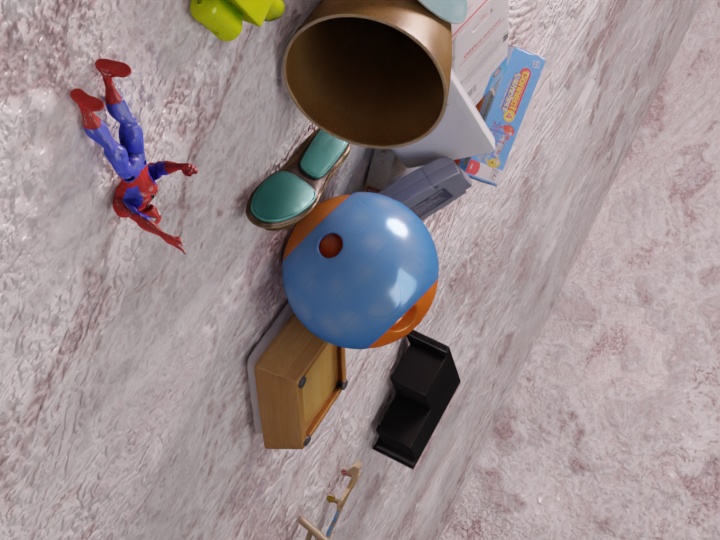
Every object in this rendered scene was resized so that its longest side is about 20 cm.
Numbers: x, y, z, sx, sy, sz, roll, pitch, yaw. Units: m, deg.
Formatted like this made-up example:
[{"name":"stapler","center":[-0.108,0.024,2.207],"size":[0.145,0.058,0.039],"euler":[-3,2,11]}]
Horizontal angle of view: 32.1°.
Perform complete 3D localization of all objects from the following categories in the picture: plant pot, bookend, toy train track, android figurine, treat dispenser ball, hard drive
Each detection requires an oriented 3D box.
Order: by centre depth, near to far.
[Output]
[{"name":"android figurine","center":[-0.104,-0.309,1.177],"size":[0.182,0.041,0.200],"euler":[-66,163,0]},{"name":"plant pot","center":[0.028,-0.274,1.422],"size":[0.187,0.186,0.200],"euler":[91,14,-50]},{"name":"treat dispenser ball","center":[0.000,0.000,1.594],"size":[0.201,0.201,0.201],"euler":[-54,158,-34]},{"name":"hard drive","center":[0.086,-0.201,1.649],"size":[0.200,0.132,0.026],"euler":[45,40,-58]},{"name":"toy train track","center":[-0.047,0.424,2.260],"size":[0.200,0.032,0.115],"euler":[-68,170,23]},{"name":"bookend","center":[0.093,0.240,2.326],"size":[0.200,0.092,0.199],"euler":[-60,159,-15]}]

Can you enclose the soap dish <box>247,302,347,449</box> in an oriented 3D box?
[{"name":"soap dish","center":[-0.082,0.141,1.726],"size":[0.157,0.081,0.200],"euler":[-54,157,-34]}]

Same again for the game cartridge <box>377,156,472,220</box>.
[{"name":"game cartridge","center":[0.057,-0.089,1.754],"size":[0.200,0.041,0.133],"euler":[-32,169,9]}]

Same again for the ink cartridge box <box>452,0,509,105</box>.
[{"name":"ink cartridge box","center":[0.133,-0.294,1.630],"size":[0.116,0.068,0.200],"euler":[-48,161,-16]}]

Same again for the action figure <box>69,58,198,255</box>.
[{"name":"action figure","center":[-0.188,-0.091,1.123],"size":[0.065,0.099,0.200],"euler":[-56,162,-26]}]

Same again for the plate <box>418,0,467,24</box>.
[{"name":"plate","center":[0.064,-0.363,1.383],"size":[0.026,0.200,0.200],"euler":[-32,178,28]}]

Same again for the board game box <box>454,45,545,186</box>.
[{"name":"board game box","center":[0.184,-0.242,1.889],"size":[0.196,0.056,0.200],"euler":[-136,-115,-70]}]

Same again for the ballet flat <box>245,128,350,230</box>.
[{"name":"ballet flat","center":[-0.078,-0.098,1.497],"size":[0.200,0.068,0.072],"euler":[-56,179,-40]}]

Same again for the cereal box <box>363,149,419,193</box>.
[{"name":"cereal box","center":[0.069,-0.206,1.798],"size":[0.144,0.039,0.200],"euler":[-32,141,-61]}]

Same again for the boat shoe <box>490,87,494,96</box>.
[{"name":"boat shoe","center":[0.153,-0.263,1.764],"size":[0.202,0.086,0.075],"euler":[-65,160,-14]}]

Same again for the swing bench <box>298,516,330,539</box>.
[{"name":"swing bench","center":[-0.070,0.536,2.049],"size":[0.199,0.200,0.130],"euler":[-31,141,-61]}]
